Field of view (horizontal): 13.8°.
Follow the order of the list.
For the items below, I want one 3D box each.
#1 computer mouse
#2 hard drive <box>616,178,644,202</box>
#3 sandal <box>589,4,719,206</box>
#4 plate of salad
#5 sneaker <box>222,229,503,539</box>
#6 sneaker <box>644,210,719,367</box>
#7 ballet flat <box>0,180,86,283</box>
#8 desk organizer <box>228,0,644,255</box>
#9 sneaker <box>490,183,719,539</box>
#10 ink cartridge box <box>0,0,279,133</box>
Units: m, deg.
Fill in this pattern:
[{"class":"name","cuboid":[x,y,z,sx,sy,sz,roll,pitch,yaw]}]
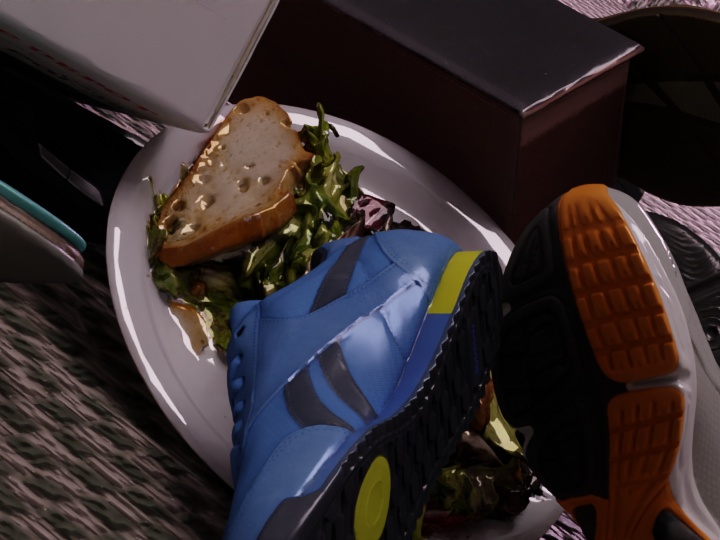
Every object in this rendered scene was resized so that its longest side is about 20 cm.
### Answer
[{"class":"computer mouse","cuboid":[-0.151,-0.059,1.144,0.200,0.046,0.140,30,-4,-33]},{"class":"hard drive","cuboid":[0.035,-0.045,1.375,0.139,0.033,0.200,32,-17,-8]},{"class":"sandal","cuboid":[0.112,-0.067,1.203,0.054,0.082,0.199,-27,13,-37]},{"class":"plate of salad","cuboid":[0.002,0.016,1.065,0.199,0.048,0.201,22,44,-23]},{"class":"sneaker","cuboid":[-0.017,0.052,0.951,0.078,0.066,0.200,9,35,16]},{"class":"sneaker","cuboid":[0.130,0.081,1.169,0.115,0.075,0.201,101,-34,-74]},{"class":"ballet flat","cuboid":[-0.180,-0.037,0.927,0.200,0.064,0.067,36,-8,-13]},{"class":"desk organizer","cuboid":[0.012,-0.087,1.203,0.200,0.077,0.072,32,46,32]},{"class":"sneaker","cuboid":[0.109,0.060,1.051,0.092,0.075,0.201,-34,112,-53]},{"class":"ink cartridge box","cuboid":[-0.130,-0.125,1.102,0.146,0.083,0.200,29,-5,-24]}]
